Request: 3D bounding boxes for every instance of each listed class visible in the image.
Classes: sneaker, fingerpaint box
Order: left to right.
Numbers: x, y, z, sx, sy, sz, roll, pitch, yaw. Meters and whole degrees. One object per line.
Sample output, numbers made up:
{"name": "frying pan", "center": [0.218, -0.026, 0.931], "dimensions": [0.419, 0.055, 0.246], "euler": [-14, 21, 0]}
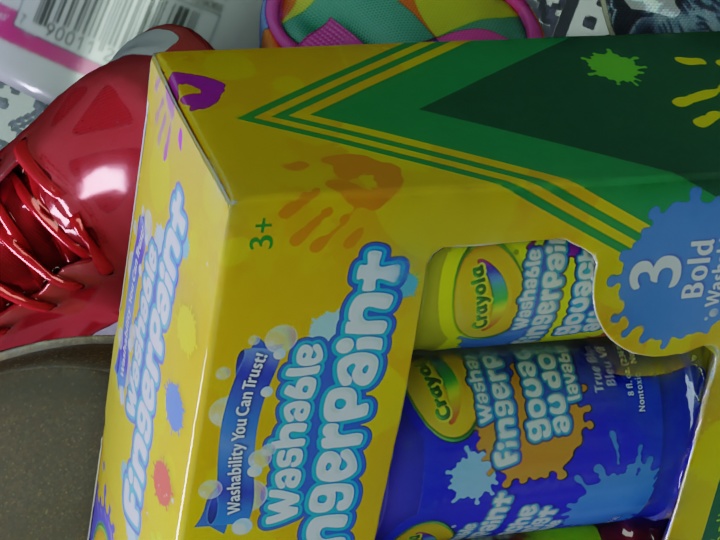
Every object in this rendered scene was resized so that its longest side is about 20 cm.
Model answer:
{"name": "sneaker", "center": [-0.102, 0.004, 0.795], "dimensions": [0.115, 0.200, 0.078], "euler": [-30, 84, -28]}
{"name": "fingerpaint box", "center": [0.020, 0.042, 0.754], "dimensions": [0.167, 0.073, 0.200], "euler": [-3, 126, -21]}

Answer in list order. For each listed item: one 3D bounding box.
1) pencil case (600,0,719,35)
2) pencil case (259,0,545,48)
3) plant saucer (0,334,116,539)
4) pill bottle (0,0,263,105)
{"name": "pencil case", "center": [0.164, -0.081, 0.764], "dimensions": [0.200, 0.078, 0.090], "euler": [2, 87, 26]}
{"name": "pencil case", "center": [0.000, 0.000, 0.833], "dimensions": [0.088, 0.088, 0.200], "euler": [14, 132, 4]}
{"name": "plant saucer", "center": [-0.097, 0.105, 0.814], "dimensions": [0.200, 0.032, 0.201], "euler": [-13, 119, -26]}
{"name": "pill bottle", "center": [-0.042, -0.141, 0.879], "dimensions": [0.113, 0.113, 0.200], "euler": [24, 96, 3]}
